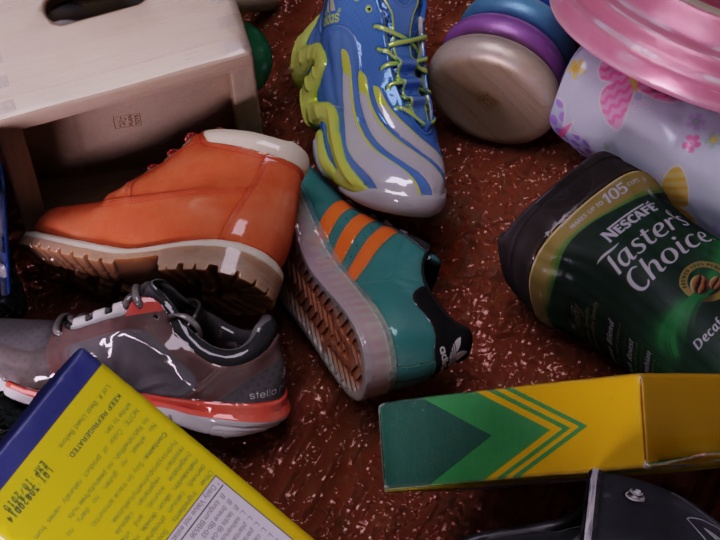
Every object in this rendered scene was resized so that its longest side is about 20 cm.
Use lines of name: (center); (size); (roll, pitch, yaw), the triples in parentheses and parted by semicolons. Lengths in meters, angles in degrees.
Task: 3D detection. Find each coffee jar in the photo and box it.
coffee jar: (0.175, 0.018, 1.610); (0.104, 0.085, 0.200); (-40, 56, -18)

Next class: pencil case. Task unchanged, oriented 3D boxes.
pencil case: (0.207, -0.071, 1.672); (0.200, 0.083, 0.091); (34, 69, 31)

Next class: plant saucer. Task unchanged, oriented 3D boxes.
plant saucer: (0.213, -0.152, 1.684); (0.200, 0.051, 0.201); (15, 25, -7)

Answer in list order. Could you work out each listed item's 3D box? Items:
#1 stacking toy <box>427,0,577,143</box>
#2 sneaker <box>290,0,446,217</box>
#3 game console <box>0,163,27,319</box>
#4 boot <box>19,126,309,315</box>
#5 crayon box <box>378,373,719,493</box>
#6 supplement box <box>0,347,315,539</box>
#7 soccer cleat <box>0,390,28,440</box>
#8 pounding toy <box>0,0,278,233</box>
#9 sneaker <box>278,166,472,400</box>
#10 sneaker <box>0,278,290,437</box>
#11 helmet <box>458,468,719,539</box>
stacking toy: (0.111, -0.176, 1.777); (0.085, 0.086, 0.200); (10, 52, 19)
sneaker: (0.008, -0.118, 1.708); (0.075, 0.105, 0.200); (1, 32, -25)
game console: (-0.275, -0.058, 1.715); (0.170, 0.118, 0.200); (-30, 51, 12)
boot: (-0.114, -0.033, 1.686); (0.199, 0.075, 0.108); (2, 65, 38)
crayon box: (0.126, 0.085, 1.501); (0.199, 0.127, 0.051); (-8, 83, 36)
supplement box: (-0.115, 0.155, 1.497); (0.200, 0.110, 0.109); (40, 65, -4)
soccer cleat: (-0.198, 0.114, 1.618); (0.067, 0.081, 0.200); (-28, 53, -9)
pounding toy: (-0.132, -0.132, 1.737); (0.199, 0.184, 0.143); (-16, 66, -6)
sneaker: (0.000, 0.000, 1.679); (0.080, 0.072, 0.200); (-10, 43, -21)
sneaker: (-0.135, 0.037, 1.649); (0.199, 0.082, 0.077); (8, 22, 9)
helmet: (0.118, 0.204, 1.408); (0.190, 0.200, 0.201); (-22, 50, 17)
